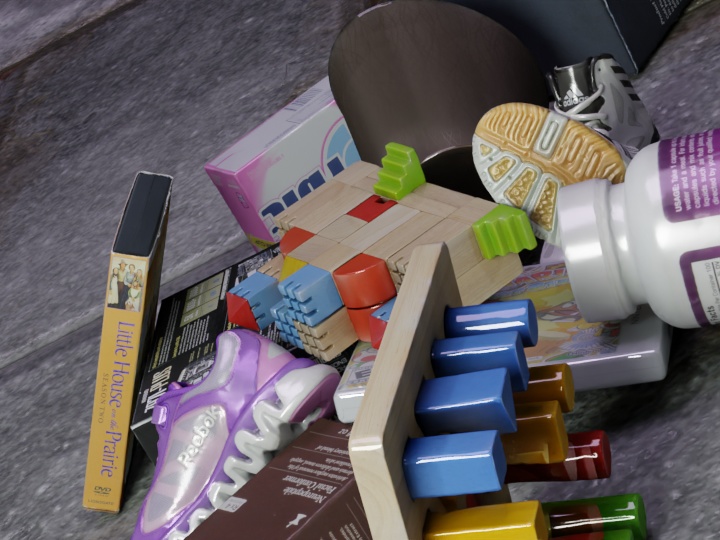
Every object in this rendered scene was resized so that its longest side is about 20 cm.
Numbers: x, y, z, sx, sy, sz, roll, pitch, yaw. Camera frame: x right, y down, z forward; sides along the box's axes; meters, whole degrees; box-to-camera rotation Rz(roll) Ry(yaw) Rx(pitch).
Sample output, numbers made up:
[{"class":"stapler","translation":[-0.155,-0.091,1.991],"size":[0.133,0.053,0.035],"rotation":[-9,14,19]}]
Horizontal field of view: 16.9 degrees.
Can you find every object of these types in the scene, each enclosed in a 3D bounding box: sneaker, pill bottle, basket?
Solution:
[{"class":"sneaker","translation":[-0.099,0.117,1.504],"size":[0.200,0.088,0.080],"rotation":[-53,-17,12]},{"class":"sneaker","translation":[0.160,-0.045,1.508],"size":[0.076,0.200,0.088],"rotation":[-63,2,14]},{"class":"pill bottle","translation":[0.220,-0.028,1.401],"size":[0.199,0.113,0.112],"rotation":[-11,25,14]},{"class":"sneaker","translation":[0.147,-0.075,1.648],"size":[0.076,0.116,0.201],"rotation":[-17,25,31]},{"class":"basket","translation":[0.066,-0.089,1.752],"size":[0.136,0.180,0.200],"rotation":[-56,20,24]}]

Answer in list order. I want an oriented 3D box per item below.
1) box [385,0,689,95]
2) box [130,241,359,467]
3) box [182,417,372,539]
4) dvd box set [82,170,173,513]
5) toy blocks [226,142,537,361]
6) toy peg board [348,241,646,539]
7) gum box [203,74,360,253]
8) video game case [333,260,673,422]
[{"class":"box","translation":[0.161,-0.240,1.993],"size":[0.200,0.124,0.197],"rotation":[-12,26,40]},{"class":"box","translation":[-0.058,0.062,1.657],"size":[0.163,0.086,0.200],"rotation":[-26,21,12]},{"class":"box","translation":[-0.051,0.176,1.410],"size":[0.200,0.075,0.100],"rotation":[-43,24,-24]},{"class":"dvd box set","translation":[-0.164,0.049,1.705],"size":[0.029,0.201,0.146],"rotation":[8,24,-2]},{"class":"toy blocks","translation":[0.000,0.000,1.514],"size":[0.137,0.100,0.200],"rotation":[-35,31,-24]},{"class":"toy peg board","translation":[0.080,0.113,1.228],"size":[0.098,0.200,0.200],"rotation":[-7,27,15]},{"class":"gum box","translation":[-0.007,-0.089,1.889],"size":[0.200,0.114,0.066],"rotation":[-37,22,-16]},{"class":"video game case","translation":[0.096,0.037,1.499],"size":[0.199,0.023,0.182],"rotation":[-9,19,14]}]
